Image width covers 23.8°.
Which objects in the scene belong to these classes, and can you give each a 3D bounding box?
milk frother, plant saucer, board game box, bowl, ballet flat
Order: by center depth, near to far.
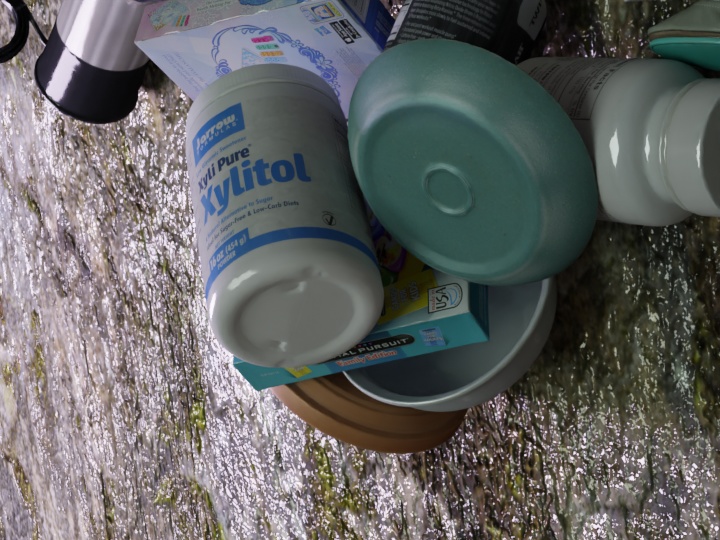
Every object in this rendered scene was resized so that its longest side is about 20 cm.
[{"bbox_3d":[0.274,-0.159,1.111,0.199,0.067,0.064,18,86,51],"label":"ballet flat"},{"bbox_3d":[0.068,-0.064,1.190,0.198,0.036,0.202,21,135,22],"label":"plant saucer"},{"bbox_3d":[0.000,0.000,1.340,0.198,0.047,0.152,-13,53,20],"label":"board game box"},{"bbox_3d":[0.079,0.035,1.367,0.199,0.090,0.203,-17,53,23],"label":"bowl"},{"bbox_3d":[-0.047,-0.161,1.395,0.197,0.200,0.044,-8,56,32],"label":"board game box"},{"bbox_3d":[0.003,0.069,1.424,0.201,0.199,0.032,53,132,32],"label":"plant saucer"},{"bbox_3d":[-0.307,-0.277,1.768,0.182,0.198,0.189,62,142,28],"label":"milk frother"}]

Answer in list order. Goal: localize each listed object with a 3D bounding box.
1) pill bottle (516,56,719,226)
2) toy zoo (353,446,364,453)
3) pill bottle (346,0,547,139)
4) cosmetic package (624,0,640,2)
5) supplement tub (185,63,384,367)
[{"bbox_3d":[0.189,-0.090,1.189,0.199,0.113,0.116,10,107,51],"label":"pill bottle"},{"bbox_3d":[-0.058,0.067,1.602,0.200,0.020,0.132,53,170,30],"label":"toy zoo"},{"bbox_3d":[0.074,-0.167,1.287,0.106,0.106,0.202,17,80,51],"label":"pill bottle"},{"bbox_3d":[0.256,-0.232,1.069,0.199,0.101,0.075,-22,80,56],"label":"cosmetic package"},{"bbox_3d":[-0.060,-0.041,1.283,0.132,0.131,0.201,120,148,-43],"label":"supplement tub"}]
